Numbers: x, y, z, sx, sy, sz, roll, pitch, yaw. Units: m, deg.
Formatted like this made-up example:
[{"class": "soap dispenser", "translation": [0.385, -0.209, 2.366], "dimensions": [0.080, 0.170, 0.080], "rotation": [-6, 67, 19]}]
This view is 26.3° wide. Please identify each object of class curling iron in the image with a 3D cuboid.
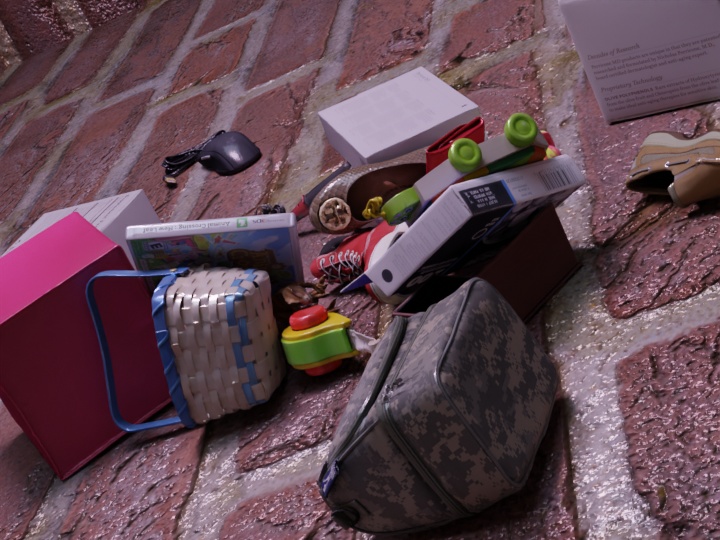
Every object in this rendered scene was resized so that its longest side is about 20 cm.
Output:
[{"class": "curling iron", "translation": [-0.073, -0.092, 1.966], "dimensions": [0.025, 0.050, 0.199], "rotation": [-14, -12, -45]}]

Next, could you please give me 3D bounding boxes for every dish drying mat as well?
[{"class": "dish drying mat", "translation": [0.101, -0.082, 1.654], "dimensions": [0.077, 0.201, 0.018], "rotation": [-36, 62, -19]}]

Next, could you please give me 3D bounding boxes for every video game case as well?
[{"class": "video game case", "translation": [-0.154, -0.003, 1.701], "dimensions": [0.180, 0.200, 0.022], "rotation": [-5, 64, 0]}]

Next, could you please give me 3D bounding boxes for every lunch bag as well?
[{"class": "lunch bag", "translation": [0.058, 0.125, 1.321], "dimensions": [0.167, 0.140, 0.200], "rotation": [-33, 17, 31]}]

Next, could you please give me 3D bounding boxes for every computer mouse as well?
[{"class": "computer mouse", "translation": [-0.244, -0.179, 2.398], "dimensions": [0.140, 0.046, 0.200], "rotation": [-32, 23, -13]}]

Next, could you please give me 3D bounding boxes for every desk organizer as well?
[{"class": "desk organizer", "translation": [0.127, 0.018, 1.530], "dimensions": [0.071, 0.077, 0.200], "rotation": [3, 37, 50]}]

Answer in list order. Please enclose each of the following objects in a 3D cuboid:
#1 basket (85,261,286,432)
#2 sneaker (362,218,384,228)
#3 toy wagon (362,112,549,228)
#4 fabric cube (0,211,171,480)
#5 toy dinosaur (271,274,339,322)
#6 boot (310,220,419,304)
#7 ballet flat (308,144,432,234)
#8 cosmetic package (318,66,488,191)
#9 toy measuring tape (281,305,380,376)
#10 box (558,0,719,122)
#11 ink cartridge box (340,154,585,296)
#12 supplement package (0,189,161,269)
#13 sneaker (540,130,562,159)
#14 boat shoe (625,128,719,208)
[{"class": "basket", "translation": [-0.186, 0.082, 1.635], "dimensions": [0.198, 0.178, 0.139], "rotation": [-6, 16, 11]}, {"class": "sneaker", "translation": [0.053, -0.118, 1.926], "dimensions": [0.099, 0.075, 0.201], "rotation": [5, 46, 40]}, {"class": "toy wagon", "translation": [0.094, -0.083, 1.536], "dimensions": [0.199, 0.040, 0.155], "rotation": [-26, -15, -24]}, {"class": "fabric cube", "translation": [-0.332, 0.081, 1.757], "dimensions": [0.195, 0.201, 0.199], "rotation": [-34, 25, -15]}, {"class": "toy dinosaur", "translation": [-0.086, 0.041, 1.715], "dimensions": [0.105, 0.061, 0.200], "rotation": [-4, -19, -24]}, {"class": "boot", "translation": [0.000, 0.000, 1.725], "dimensions": [0.143, 0.073, 0.200], "rotation": [-20, 16, 19]}, {"class": "ballet flat", "translation": [0.035, -0.094, 1.761], "dimensions": [0.198, 0.068, 0.046], "rotation": [-22, 19, -9]}, {"class": "cosmetic package", "translation": [0.049, -0.176, 1.876], "dimensions": [0.150, 0.052, 0.200], "rotation": [-27, 27, -7]}, {"class": "toy measuring tape", "translation": [-0.036, 0.079, 1.579], "dimensions": [0.073, 0.074, 0.200], "rotation": [-33, 16, -13]}, {"class": "box", "translation": [0.374, -0.311, 1.824], "dimensions": [0.198, 0.172, 0.199], "rotation": [-10, 28, 36]}, {"class": "ink cartridge box", "translation": [0.104, -0.034, 1.563], "dimensions": [0.197, 0.044, 0.200], "rotation": [-18, -18, -46]}, {"class": "supplement package", "translation": [-0.370, -0.017, 2.108], "dimensions": [0.198, 0.118, 0.118], "rotation": [-10, 28, 35]}, {"class": "sneaker", "translation": [0.184, -0.113, 1.745], "dimensions": [0.089, 0.079, 0.201], "rotation": [-18, 24, 16]}, {"class": "boat shoe", "translation": [0.343, -0.093, 1.556], "dimensions": [0.076, 0.072, 0.200], "rotation": [-50, 21, -15]}]
